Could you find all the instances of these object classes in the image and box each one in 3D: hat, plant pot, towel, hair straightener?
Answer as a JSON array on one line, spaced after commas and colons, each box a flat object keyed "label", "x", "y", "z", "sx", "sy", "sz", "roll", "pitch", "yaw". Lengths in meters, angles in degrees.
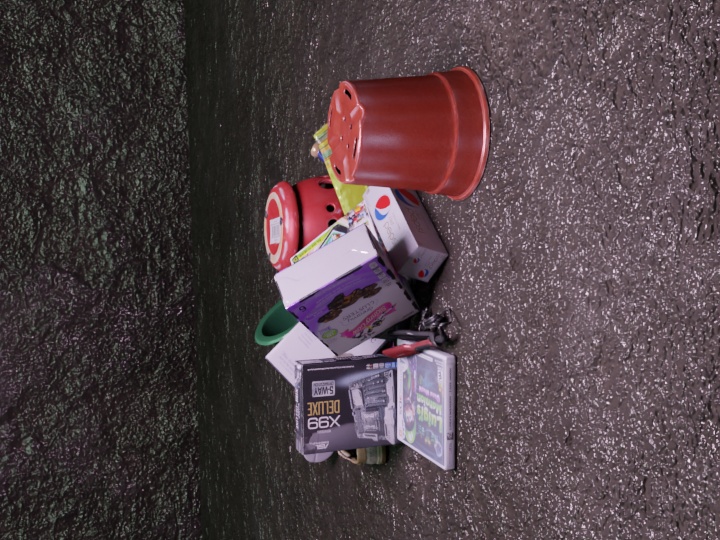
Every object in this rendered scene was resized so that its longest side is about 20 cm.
[{"label": "hat", "x": -0.098, "y": 0.151, "z": 1.807, "sx": 0.177, "sy": 0.199, "sz": 0.166, "roll": 54, "pitch": -177, "yaw": -22}, {"label": "plant pot", "x": 0.062, "y": -0.205, "z": 1.380, "sx": 0.200, "sy": 0.193, "sz": 0.204, "roll": 177, "pitch": 90, "yaw": -69}, {"label": "towel", "x": -0.028, "y": -0.181, "z": 1.704, "sx": 0.086, "sy": 0.018, "sz": 0.202, "roll": -34, "pitch": 71, "yaw": 48}, {"label": "hair straightener", "x": 0.096, "y": 0.094, "z": 1.510, "sx": 0.200, "sy": 0.040, "sz": 0.078, "roll": 149, "pitch": 137, "yaw": -65}, {"label": "plant pot", "x": -0.088, "y": -0.091, "z": 1.823, "sx": 0.200, "sy": 0.180, "sz": 0.203, "roll": 180, "pitch": 90, "yaw": -69}]

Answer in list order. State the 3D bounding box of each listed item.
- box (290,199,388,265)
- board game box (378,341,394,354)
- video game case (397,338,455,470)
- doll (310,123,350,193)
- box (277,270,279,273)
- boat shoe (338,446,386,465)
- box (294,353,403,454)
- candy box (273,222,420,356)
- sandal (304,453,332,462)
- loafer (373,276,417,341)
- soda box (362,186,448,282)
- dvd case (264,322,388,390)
[{"label": "box", "x": -0.036, "y": -0.024, "z": 1.630, "sx": 0.199, "sy": 0.035, "sz": 0.111, "roll": -37, "pitch": 57, "yaw": 31}, {"label": "board game box", "x": 0.013, "y": 0.163, "z": 1.768, "sx": 0.158, "sy": 0.038, "sz": 0.202, "roll": -124, "pitch": 36, "yaw": -55}, {"label": "video game case", "x": 0.107, "y": 0.217, "z": 1.547, "sx": 0.200, "sy": 0.023, "sz": 0.185, "roll": -167, "pitch": 76, "yaw": -69}, {"label": "doll", "x": -0.013, "y": -0.204, "z": 1.735, "sx": 0.199, "sy": 0.048, "sz": 0.138, "roll": 34, "pitch": 100, "yaw": 42}, {"label": "box", "x": -0.108, "y": -0.016, "z": 1.960, "sx": 0.107, "sy": 0.121, "sz": 0.202, "roll": 115, "pitch": 147, "yaw": -49}, {"label": "boat shoe", "x": -0.012, "y": 0.339, "z": 1.818, "sx": 0.200, "sy": 0.066, "sz": 0.075, "roll": 170, "pitch": 97, "yaw": -69}, {"label": "box", "x": -0.018, "y": 0.233, "z": 1.634, "sx": 0.050, "sy": 0.197, "sz": 0.160, "roll": -169, "pitch": 78, "yaw": -68}, {"label": "candy box", "x": -0.017, "y": 0.037, "z": 1.485, "sx": 0.200, "sy": 0.167, "sz": 0.072, "roll": 49, "pitch": -166, "yaw": -54}, {"label": "sandal", "x": -0.090, "y": 0.314, "z": 2.026, "sx": 0.059, "sy": 0.078, "sz": 0.210, "roll": 158, "pitch": 117, "yaw": -69}, {"label": "loafer", "x": 0.051, "y": 0.034, "z": 1.608, "sx": 0.073, "sy": 0.071, "sz": 0.203, "roll": -131, "pitch": 43, "yaw": -60}, {"label": "soda box", "x": 0.072, "y": -0.076, "z": 1.528, "sx": 0.064, "sy": 0.067, "sz": 0.201, "roll": -54, "pitch": 38, "yaw": 29}, {"label": "dvd case", "x": -0.056, "y": 0.138, "z": 1.676, "sx": 0.143, "sy": 0.200, "sz": 0.018, "roll": 44, "pitch": 174, "yaw": 3}]
